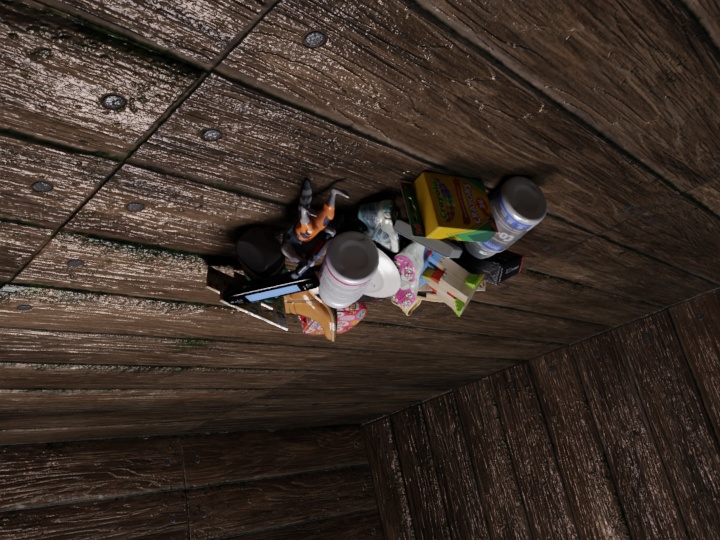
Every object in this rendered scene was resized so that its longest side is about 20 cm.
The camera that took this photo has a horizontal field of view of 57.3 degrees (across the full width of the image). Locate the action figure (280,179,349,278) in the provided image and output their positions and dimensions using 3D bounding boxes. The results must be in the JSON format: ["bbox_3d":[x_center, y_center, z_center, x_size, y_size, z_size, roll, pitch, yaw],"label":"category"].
[{"bbox_3d":[-0.097,-0.093,1.311,0.194,0.104,0.201,-53,-178,43],"label":"action figure"}]

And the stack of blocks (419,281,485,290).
[{"bbox_3d":[0.223,0.024,1.741,0.113,0.060,0.199,2,177,-31],"label":"stack of blocks"}]

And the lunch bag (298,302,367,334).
[{"bbox_3d":[-0.091,0.122,1.864,0.173,0.083,0.200,-1,156,-27],"label":"lunch bag"}]

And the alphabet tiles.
[{"bbox_3d":[-0.255,0.053,1.485,0.198,0.168,0.008,27,109,-21],"label":"alphabet tiles"}]

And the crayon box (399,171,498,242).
[{"bbox_3d":[0.181,-0.127,1.337,0.197,0.129,0.051,1,155,-34],"label":"crayon box"}]

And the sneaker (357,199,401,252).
[{"bbox_3d":[0.042,-0.099,1.430,0.084,0.079,0.200,2,159,11],"label":"sneaker"}]

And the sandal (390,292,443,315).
[{"bbox_3d":[0.144,0.092,1.825,0.208,0.071,0.077,5,-177,28],"label":"sandal"}]

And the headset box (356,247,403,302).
[{"bbox_3d":[0.033,0.009,1.665,0.146,0.079,0.200,-1,157,-29],"label":"headset box"}]

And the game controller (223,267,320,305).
[{"bbox_3d":[-0.181,0.039,1.358,0.196,0.043,0.105,-12,158,0],"label":"game controller"}]

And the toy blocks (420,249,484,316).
[{"bbox_3d":[0.202,0.024,1.546,0.100,0.136,0.200,-52,167,-13],"label":"toy blocks"}]

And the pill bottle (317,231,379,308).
[{"bbox_3d":[-0.033,0.006,1.420,0.111,0.115,0.200,-7,160,-15],"label":"pill bottle"}]

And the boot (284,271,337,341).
[{"bbox_3d":[-0.142,0.098,1.671,0.152,0.077,0.203,-9,121,8],"label":"boot"}]

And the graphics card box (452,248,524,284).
[{"bbox_3d":[0.317,-0.020,1.631,0.124,0.052,0.199,19,-164,25],"label":"graphics card box"}]

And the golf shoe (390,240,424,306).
[{"bbox_3d":[0.116,0.009,1.544,0.074,0.092,0.201,29,149,14],"label":"golf shoe"}]

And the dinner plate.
[{"bbox_3d":[0.000,0.000,1.522,0.197,0.024,0.202,22,147,15],"label":"dinner plate"}]

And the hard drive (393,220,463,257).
[{"bbox_3d":[0.150,-0.065,1.418,0.130,0.027,0.200,28,-173,12],"label":"hard drive"}]

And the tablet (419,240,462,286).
[{"bbox_3d":[0.148,-0.023,1.594,0.199,0.014,0.130,-41,134,8],"label":"tablet"}]

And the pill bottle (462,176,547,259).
[{"bbox_3d":[0.316,-0.111,1.478,0.112,0.116,0.200,-3,156,-25],"label":"pill bottle"}]

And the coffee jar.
[{"bbox_3d":[-0.209,-0.011,1.424,0.085,0.104,0.201,-45,167,-17],"label":"coffee jar"}]

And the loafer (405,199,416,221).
[{"bbox_3d":[0.169,-0.121,1.465,0.199,0.063,0.072,12,117,-55],"label":"loafer"}]
